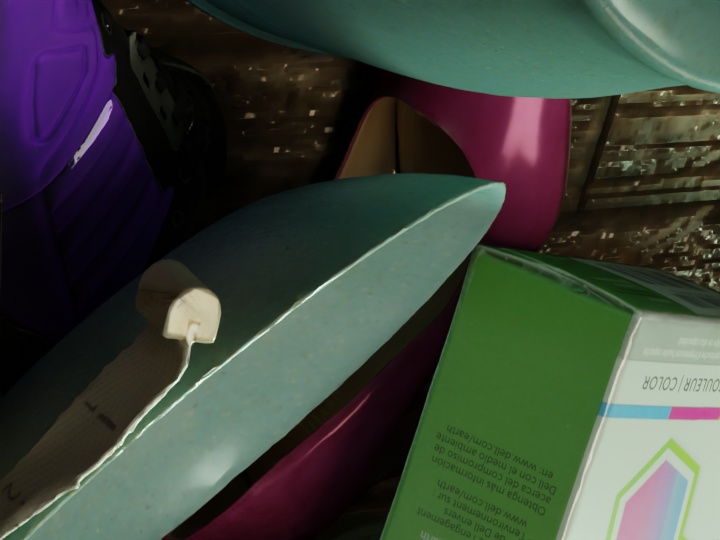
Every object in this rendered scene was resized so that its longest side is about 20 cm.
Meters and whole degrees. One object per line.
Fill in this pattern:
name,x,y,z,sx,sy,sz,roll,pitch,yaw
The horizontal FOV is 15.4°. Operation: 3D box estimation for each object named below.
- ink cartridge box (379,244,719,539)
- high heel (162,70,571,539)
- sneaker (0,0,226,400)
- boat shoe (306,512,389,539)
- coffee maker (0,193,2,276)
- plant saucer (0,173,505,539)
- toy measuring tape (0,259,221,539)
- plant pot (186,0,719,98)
ink cartridge box,0.052,0.097,0.787,0.104,0.059,0.200,6,104,-56
high heel,0.000,0.000,0.777,0.096,0.067,0.200,-20,134,-43
sneaker,-0.081,-0.045,0.685,0.099,0.070,0.200,-23,138,-31
boat shoe,-0.032,0.122,0.794,0.200,0.072,0.068,-10,107,-51
coffee maker,-0.194,0.003,0.594,0.200,0.135,0.192,-14,152,-32
plant saucer,-0.050,0.032,0.682,0.201,0.039,0.201,-41,173,-6
toy measuring tape,-0.119,0.058,0.560,0.200,0.074,0.074,-46,138,-5
plant pot,0.050,-0.126,0.613,0.200,0.188,0.200,-10,112,-25
